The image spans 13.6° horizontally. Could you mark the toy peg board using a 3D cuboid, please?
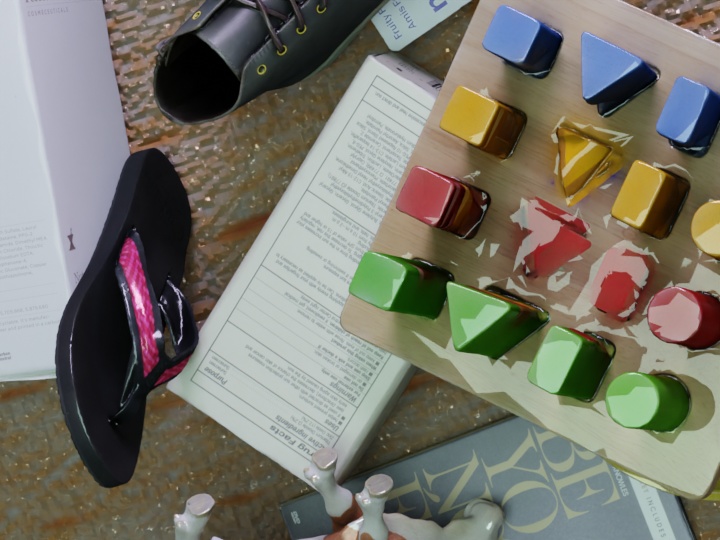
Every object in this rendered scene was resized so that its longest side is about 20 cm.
[{"bbox_3d":[0.106,-0.024,1.403,0.199,0.098,0.200,25,94,16],"label":"toy peg board"}]

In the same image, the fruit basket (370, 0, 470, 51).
[{"bbox_3d":[0.041,-0.237,1.486,0.199,0.094,0.186,-33,89,16],"label":"fruit basket"}]

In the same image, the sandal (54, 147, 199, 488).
[{"bbox_3d":[-0.106,0.016,1.499,0.045,0.201,0.075,-9,137,23],"label":"sandal"}]

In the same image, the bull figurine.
[{"bbox_3d":[-0.019,0.153,1.500,0.199,0.065,0.122,-25,128,-6],"label":"bull figurine"}]

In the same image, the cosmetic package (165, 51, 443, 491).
[{"bbox_3d":[0.000,0.000,1.528,0.103,0.073,0.201,34,102,6],"label":"cosmetic package"}]

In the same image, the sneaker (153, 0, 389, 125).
[{"bbox_3d":[-0.022,-0.146,1.460,0.075,0.106,0.200,41,130,8],"label":"sneaker"}]

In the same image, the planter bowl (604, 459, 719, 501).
[{"bbox_3d":[0.175,0.015,1.479,0.199,0.083,0.202,0,90,10],"label":"planter bowl"}]

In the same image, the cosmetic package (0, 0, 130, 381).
[{"bbox_3d":[-0.171,-0.050,1.536,0.081,0.113,0.201,-7,97,18],"label":"cosmetic package"}]

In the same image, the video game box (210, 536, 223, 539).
[{"bbox_3d":[-0.030,0.241,1.468,0.181,0.047,0.200,24,127,-8],"label":"video game box"}]

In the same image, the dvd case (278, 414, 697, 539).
[{"bbox_3d":[0.074,0.156,1.558,0.199,0.016,0.150,-22,91,12],"label":"dvd case"}]
